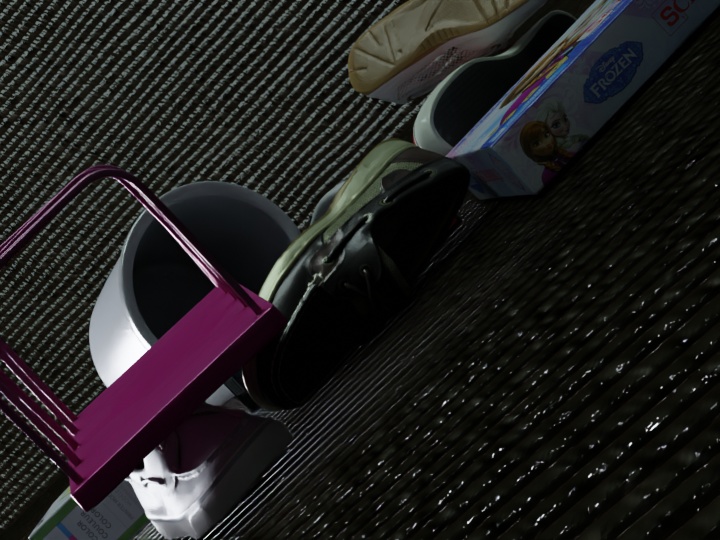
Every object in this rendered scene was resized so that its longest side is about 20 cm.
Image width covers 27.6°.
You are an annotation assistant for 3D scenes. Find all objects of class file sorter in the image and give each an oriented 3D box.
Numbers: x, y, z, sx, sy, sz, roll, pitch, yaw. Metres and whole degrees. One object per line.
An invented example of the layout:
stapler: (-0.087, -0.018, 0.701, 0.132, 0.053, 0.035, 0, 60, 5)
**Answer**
file sorter: (-0.146, 0.022, 0.819, 0.139, 0.126, 0.200, -43, 11, -6)

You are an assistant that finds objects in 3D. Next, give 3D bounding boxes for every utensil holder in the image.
utensil holder: (-0.145, 0.034, 1.286, 0.170, 0.170, 0.200, -47, 3, -25)

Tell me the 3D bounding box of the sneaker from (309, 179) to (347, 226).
sneaker: (0.007, -0.055, 1.276, 0.112, 0.073, 0.200, -51, 5, -37)

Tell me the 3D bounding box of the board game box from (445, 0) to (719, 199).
board game box: (0.144, -0.128, 0.901, 0.200, 0.041, 0.200, -46, 5, -3)

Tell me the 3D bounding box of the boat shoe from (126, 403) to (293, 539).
boat shoe: (-0.097, 0.105, 0.843, 0.072, 0.069, 0.200, -46, 5, -19)

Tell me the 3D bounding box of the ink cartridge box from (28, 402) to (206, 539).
ink cartridge box: (-0.192, 0.177, 1.113, 0.200, 0.059, 0.104, -45, 5, 1)

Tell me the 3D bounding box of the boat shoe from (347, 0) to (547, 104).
boat shoe: (0.082, -0.189, 1.116, 0.199, 0.072, 0.069, -27, -30, 33)

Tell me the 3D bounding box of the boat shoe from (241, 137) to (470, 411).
boat shoe: (0.001, 0.000, 0.893, 0.066, 0.072, 0.202, 8, 54, 42)

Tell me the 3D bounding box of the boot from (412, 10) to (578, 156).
boot: (0.082, -0.105, 1.103, 0.200, 0.073, 0.144, -39, -1, -42)

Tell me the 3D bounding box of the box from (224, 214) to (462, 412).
box: (-0.019, 0.024, 1.038, 0.137, 0.038, 0.200, -47, 5, -25)
